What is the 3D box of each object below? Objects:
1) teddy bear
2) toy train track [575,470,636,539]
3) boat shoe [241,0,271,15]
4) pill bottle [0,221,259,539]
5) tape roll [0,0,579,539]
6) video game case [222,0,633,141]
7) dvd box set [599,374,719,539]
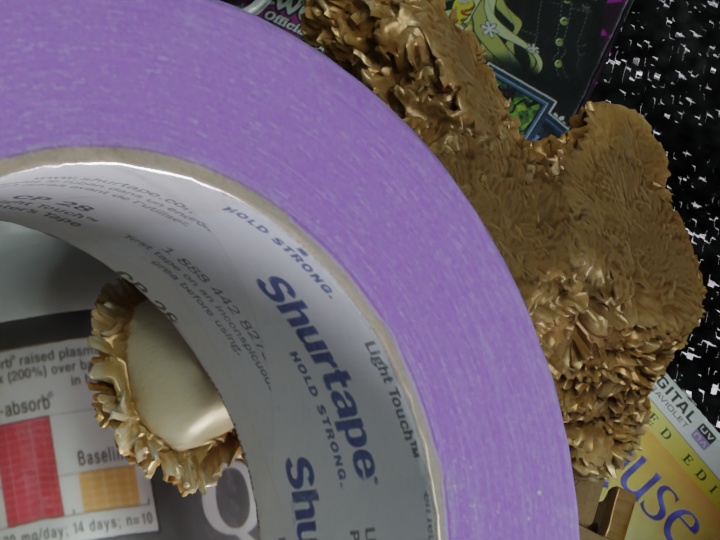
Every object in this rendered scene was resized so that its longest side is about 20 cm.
[{"bbox_3d":[0.000,0.000,0.678,0.200,0.067,0.146,-24,90,-54],"label":"teddy bear"},{"bbox_3d":[0.028,0.114,0.759,0.114,0.032,0.201,28,69,-27],"label":"toy train track"},{"bbox_3d":[-0.037,-0.104,0.772,0.199,0.062,0.075,-16,104,-22],"label":"boat shoe"},{"bbox_3d":[-0.068,0.062,0.695,0.116,0.116,0.201,-4,75,-22],"label":"pill bottle"},{"bbox_3d":[-0.057,0.051,0.524,0.199,0.065,0.202,6,79,-34],"label":"tape roll"},{"bbox_3d":[-0.035,-0.068,0.819,0.199,0.036,0.182,24,62,3],"label":"video game case"},{"bbox_3d":[0.010,0.082,0.800,0.200,0.029,0.147,-39,86,-28],"label":"dvd box set"}]
